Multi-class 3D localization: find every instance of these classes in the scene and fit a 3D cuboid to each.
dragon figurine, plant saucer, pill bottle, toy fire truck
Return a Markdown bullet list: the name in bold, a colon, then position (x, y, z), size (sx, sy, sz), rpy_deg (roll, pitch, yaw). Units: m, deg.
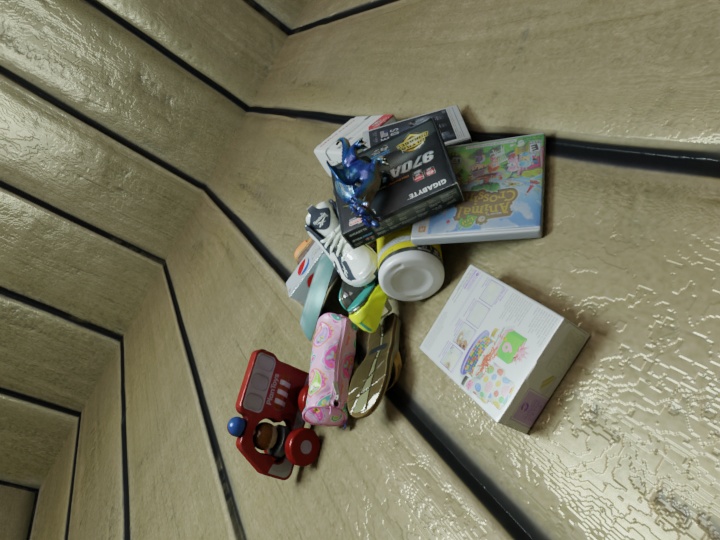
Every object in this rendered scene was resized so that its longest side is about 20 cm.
- **dragon figurine**: position (-0.016, -0.150, 0.864), size (0.099, 0.059, 0.200), rpy_deg (-38, 57, -9)
- **plant saucer**: position (-0.086, 0.043, 1.129), size (0.200, 0.035, 0.203), rpy_deg (-162, 89, -88)
- **pill bottle**: position (0.082, -0.057, 0.958), size (0.111, 0.110, 0.202), rpy_deg (-39, 36, 34)
- **toy fire truck**: position (-0.157, 0.265, 1.007), size (0.111, 0.167, 0.203), rpy_deg (-16, 52, 52)

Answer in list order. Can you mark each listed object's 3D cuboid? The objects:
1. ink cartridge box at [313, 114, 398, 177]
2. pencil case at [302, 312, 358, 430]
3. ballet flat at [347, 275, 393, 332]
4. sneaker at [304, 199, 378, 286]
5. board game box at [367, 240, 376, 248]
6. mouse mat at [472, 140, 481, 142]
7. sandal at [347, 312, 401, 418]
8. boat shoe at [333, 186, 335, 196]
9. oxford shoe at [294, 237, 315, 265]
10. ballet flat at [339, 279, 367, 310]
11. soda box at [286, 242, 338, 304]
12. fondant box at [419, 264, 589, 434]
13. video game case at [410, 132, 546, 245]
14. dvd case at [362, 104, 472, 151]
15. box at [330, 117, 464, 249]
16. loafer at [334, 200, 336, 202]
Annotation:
- **ink cartridge box**: position (-0.002, -0.284, 1.278), size (0.146, 0.083, 0.199), rpy_deg (-41, 26, -11)
- **pencil case**: position (-0.051, 0.178, 0.992), size (0.087, 0.087, 0.202), rpy_deg (-34, 37, 40)
- **ballet flat**: position (0.038, 0.038, 0.982), size (0.067, 0.067, 0.201), rpy_deg (-36, 13, 39)
- **sneaker**: position (-0.045, -0.059, 0.986), size (0.079, 0.130, 0.200), rpy_deg (-39, 37, 9)
- **board game box**: position (0.054, -0.144, 1.168), size (0.095, 0.030, 0.203), rpy_deg (-18, 53, 52)
- **mouse mat**: position (0.116, -0.176, 0.982), size (0.159, 0.008, 0.201), rpy_deg (7, 47, 31)
- **sandal**: position (0.037, 0.158, 0.914), size (0.080, 0.054, 0.202), rpy_deg (-27, 29, 38)
- **boat shoe**: position (0.028, -0.147, 1.049), size (0.062, 0.198, 0.075), rpy_deg (43, 125, 32)
- **oxford shoe**: position (-0.080, -0.064, 1.290), size (0.200, 0.070, 0.074), rpy_deg (-49, 48, 33)
- **ballet flat**: position (0.000, 0.000, 1.091), size (0.068, 0.068, 0.202), rpy_deg (-29, 35, 22)
- **soda box**: position (-0.084, -0.017, 1.237), size (0.201, 0.068, 0.064), rpy_deg (-53, 30, 16)
- **fondant box**: position (0.178, 0.094, 0.728), size (0.146, 0.058, 0.200), rpy_deg (-59, 28, 5)
- **video game case**: position (0.184, -0.126, 0.858), size (0.197, 0.022, 0.185), rpy_deg (-2, 59, 26)
- **dvd case**: position (0.102, -0.250, 1.051), size (0.197, 0.025, 0.151), rpy_deg (-14, 38, 8)
- **box**: position (0.053, -0.143, 0.897), size (0.197, 0.046, 0.161), rpy_deg (-22, 52, 15)
- **loafer**: position (-0.021, -0.124, 1.181), size (0.201, 0.071, 0.064), rpy_deg (-55, -25, -50)
